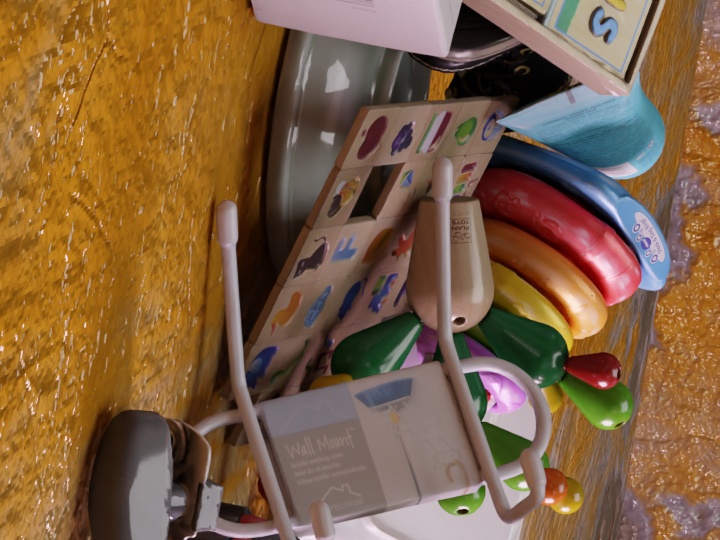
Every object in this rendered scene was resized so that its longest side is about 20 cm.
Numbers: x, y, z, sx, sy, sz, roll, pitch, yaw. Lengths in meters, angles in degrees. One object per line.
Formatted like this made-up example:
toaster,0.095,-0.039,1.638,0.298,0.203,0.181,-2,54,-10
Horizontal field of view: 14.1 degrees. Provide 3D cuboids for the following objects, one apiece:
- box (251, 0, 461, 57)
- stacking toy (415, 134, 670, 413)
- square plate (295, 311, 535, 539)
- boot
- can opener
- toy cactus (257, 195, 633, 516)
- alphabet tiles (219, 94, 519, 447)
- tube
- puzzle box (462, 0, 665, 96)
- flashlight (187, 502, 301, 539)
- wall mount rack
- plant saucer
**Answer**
box,0.013,-0.220,1.342,0.124,0.097,0.201,71,32,-67
stacking toy,0.069,0.034,1.578,0.200,0.109,0.116,-54,142,-15
square plate,0.047,0.087,1.640,0.200,0.028,0.199,32,69,-47
boot,0.076,-0.122,1.546,0.203,0.073,0.154,-42,162,-42
can opener,-0.109,0.160,1.268,0.067,0.053,0.201,12,89,-46
toy cactus,0.045,0.047,1.490,0.102,0.199,0.166,-119,-153,-80
alphabet tiles,0.000,0.000,1.490,0.167,0.008,0.201,-10,131,-61
tube,0.128,-0.083,1.588,0.051,0.077,0.200,66,10,8
puzzle box,0.117,-0.203,1.448,0.133,0.025,0.201,29,76,-36
flashlight,0.005,0.160,1.402,0.068,0.199,0.068,-64,160,-49
wall mount rack,0.004,0.048,1.396,0.075,0.199,0.175,-49,-124,61
plant saucer,0.001,-0.087,1.531,0.200,0.050,0.201,10,90,-79
